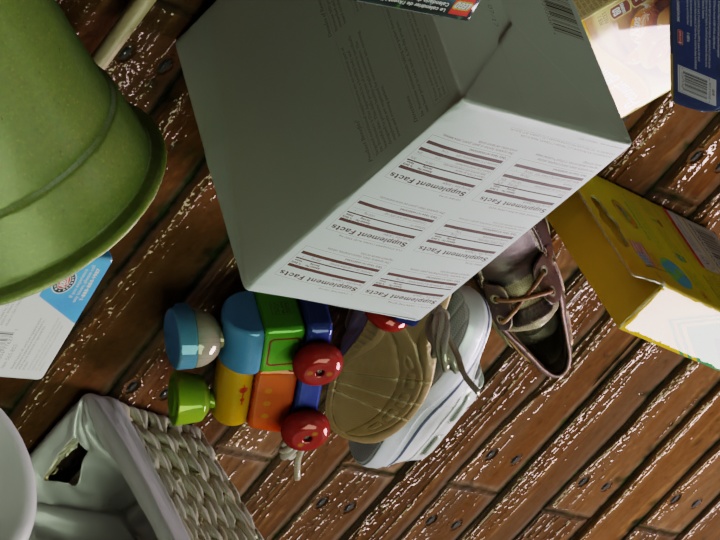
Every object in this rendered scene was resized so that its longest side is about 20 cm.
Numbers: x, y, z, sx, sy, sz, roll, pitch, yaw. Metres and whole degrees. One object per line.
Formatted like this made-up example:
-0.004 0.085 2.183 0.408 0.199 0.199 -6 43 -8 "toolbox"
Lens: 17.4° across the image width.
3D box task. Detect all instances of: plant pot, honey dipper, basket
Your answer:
-0.230 -0.110 1.299 0.200 0.200 0.190 -24 128 -7 "plant pot"
-0.165 -0.119 1.436 0.038 0.038 0.200 19 120 -44 "honey dipper"
-0.152 0.206 1.685 0.123 0.200 0.136 14 126 -49 "basket"

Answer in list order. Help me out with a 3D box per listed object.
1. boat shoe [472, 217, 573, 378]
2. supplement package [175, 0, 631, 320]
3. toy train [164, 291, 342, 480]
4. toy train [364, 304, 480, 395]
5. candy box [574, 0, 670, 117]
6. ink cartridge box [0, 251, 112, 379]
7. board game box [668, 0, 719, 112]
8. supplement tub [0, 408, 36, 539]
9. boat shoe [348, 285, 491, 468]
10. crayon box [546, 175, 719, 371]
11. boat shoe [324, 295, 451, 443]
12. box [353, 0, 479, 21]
0.121 0.012 1.734 0.072 0.072 0.200 -26 142 -5 "boat shoe"
0.021 -0.107 1.414 0.147 0.191 0.200 12 140 -41 "supplement package"
-0.086 0.094 1.683 0.116 0.085 0.200 -3 136 -14 "toy train"
0.000 0.000 1.545 0.116 0.200 0.085 8 129 -32 "toy train"
0.140 -0.143 1.585 0.200 0.055 0.115 -31 142 0 "candy box"
-0.273 0.002 1.477 0.200 0.068 0.115 7 130 -38 "ink cartridge box"
0.265 -0.227 1.496 0.200 0.062 0.200 -58 159 -21 "board game box"
-0.320 0.162 1.528 0.145 0.145 0.200 13 150 -41 "supplement tub"
0.057 0.078 1.775 0.067 0.074 0.200 1 145 -30 "boat shoe"
0.218 0.000 1.740 0.200 0.127 0.051 22 119 -44 "crayon box"
0.027 0.038 1.704 0.074 0.069 0.200 18 126 -6 "boat shoe"
-0.027 -0.219 1.277 0.136 0.200 0.038 7 129 -36 "box"
